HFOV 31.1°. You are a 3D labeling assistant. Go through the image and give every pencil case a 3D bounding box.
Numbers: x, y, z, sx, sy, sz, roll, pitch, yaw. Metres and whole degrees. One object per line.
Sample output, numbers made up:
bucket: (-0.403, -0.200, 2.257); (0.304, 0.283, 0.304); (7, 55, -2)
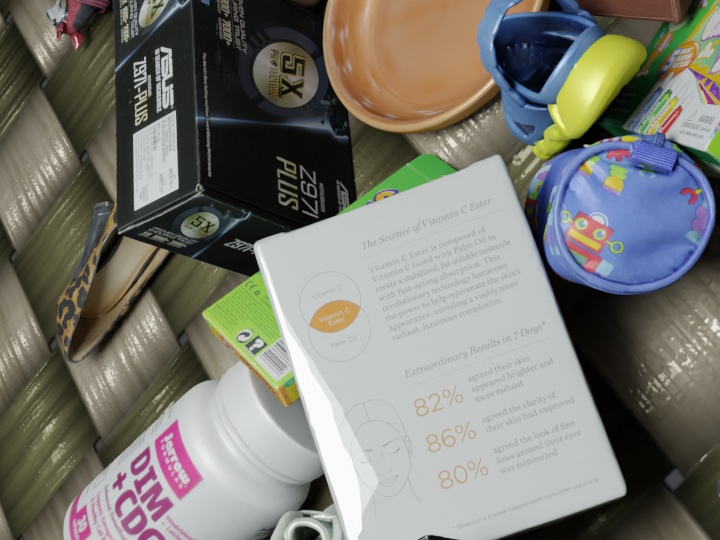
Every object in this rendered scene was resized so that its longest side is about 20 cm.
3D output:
pencil case: (0.136, -0.032, 0.709); (0.078, 0.200, 0.087); (15, 93, 2)

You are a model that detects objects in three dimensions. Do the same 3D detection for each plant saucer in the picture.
plant saucer: (0.058, -0.191, 0.929); (0.200, 0.037, 0.201); (-14, 68, 39)

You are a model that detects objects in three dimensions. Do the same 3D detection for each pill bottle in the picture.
pill bottle: (-0.108, 0.149, 0.913); (0.200, 0.113, 0.113); (-43, 52, 23)

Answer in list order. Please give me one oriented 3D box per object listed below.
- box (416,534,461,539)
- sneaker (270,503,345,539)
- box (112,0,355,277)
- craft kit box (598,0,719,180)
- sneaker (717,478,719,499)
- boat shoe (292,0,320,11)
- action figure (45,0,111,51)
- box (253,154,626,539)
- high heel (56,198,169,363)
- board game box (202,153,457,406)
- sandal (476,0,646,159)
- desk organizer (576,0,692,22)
box: (0.065, 0.236, 0.672); (0.124, 0.200, 0.149); (-34, 57, 26)
sneaker: (-0.017, 0.176, 0.785); (0.070, 0.200, 0.080); (-3, 103, 12)
box: (-0.091, -0.108, 0.948); (0.086, 0.164, 0.200); (-22, 62, 35)
craft kit box: (0.219, -0.143, 0.683); (0.198, 0.048, 0.200); (-55, 9, 5)
sneaker: (0.278, 0.118, 0.616); (0.200, 0.085, 0.078); (10, 76, 27)
boat shoe: (-0.092, -0.276, 1.072); (0.076, 0.072, 0.200); (-45, 49, 42)
action figure: (-0.250, -0.306, 1.220); (0.149, 0.134, 0.200); (5, 93, 0)
box: (0.047, 0.060, 0.746); (0.152, 0.106, 0.200); (-19, 75, 5)
high heel: (-0.185, 0.003, 1.050); (0.200, 0.071, 0.143); (-13, 61, 56)
board game box: (0.000, 0.000, 0.869); (0.200, 0.030, 0.096); (-38, 47, -13)
sandal: (0.110, -0.121, 0.767); (0.087, 0.200, 0.080); (38, 88, 3)
desk organizer: (0.185, -0.240, 0.756); (0.072, 0.077, 0.200); (12, 56, 33)
